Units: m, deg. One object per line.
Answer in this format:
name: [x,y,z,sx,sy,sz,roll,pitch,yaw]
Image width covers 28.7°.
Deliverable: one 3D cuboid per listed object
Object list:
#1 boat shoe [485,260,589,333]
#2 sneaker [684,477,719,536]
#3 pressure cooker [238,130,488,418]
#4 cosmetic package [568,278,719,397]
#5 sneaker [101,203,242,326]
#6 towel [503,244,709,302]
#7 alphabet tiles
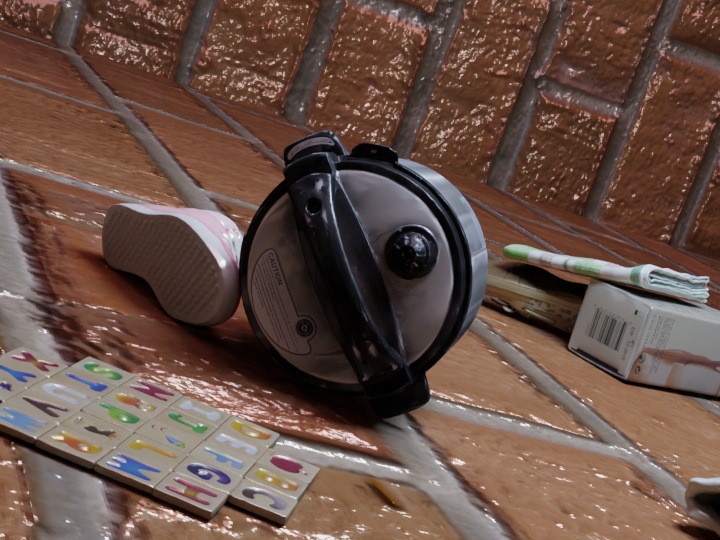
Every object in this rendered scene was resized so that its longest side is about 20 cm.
boat shoe: [0.219,0.042,1.641,0.198,0.063,0.073,18,24,9]
sneaker: [0.291,0.189,0.951,0.079,0.071,0.200,6,8,-21]
pressure cooker: [0.002,-0.002,1.036,0.175,0.180,0.200,27,8,7]
cosmetic package: [0.342,0.078,1.572,0.199,0.088,0.103,12,11,-36]
sneaker: [-0.122,-0.008,1.128,0.104,0.076,0.200,6,12,-36]
towel: [0.282,-0.003,1.609,0.199,0.031,0.149,14,1,43]
alphabet tiles: [-0.123,0.089,0.797,0.198,0.006,0.166,22,9,6]
